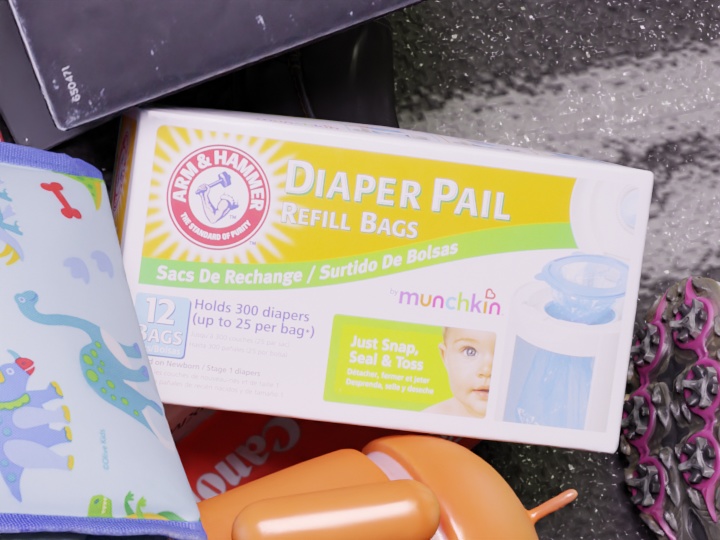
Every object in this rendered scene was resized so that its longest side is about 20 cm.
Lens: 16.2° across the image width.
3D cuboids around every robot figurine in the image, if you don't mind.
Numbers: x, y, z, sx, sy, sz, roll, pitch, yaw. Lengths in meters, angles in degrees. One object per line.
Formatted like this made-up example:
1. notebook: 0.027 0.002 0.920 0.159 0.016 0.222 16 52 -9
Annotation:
1. robot figurine: -0.014 0.129 0.936 0.199 0.144 0.117 -19 25 -20

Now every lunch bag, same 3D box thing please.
1. lunch bag: -0.170 0.041 0.836 0.199 0.128 0.171 7 46 -32

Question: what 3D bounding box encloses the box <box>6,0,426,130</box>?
1. box: -0.046 -0.150 0.979 0.199 0.198 0.124 -20 102 -4

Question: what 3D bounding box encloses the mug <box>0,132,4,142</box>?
1. mug: -0.214 -0.110 0.943 0.133 0.178 0.201 -18 72 -15

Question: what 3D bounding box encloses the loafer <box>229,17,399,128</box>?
1. loafer: -0.017 -0.086 1.091 0.073 0.072 0.200 15 36 -48

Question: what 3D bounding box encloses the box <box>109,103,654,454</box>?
1. box: 0.000 0.000 0.980 0.199 0.101 0.113 6 94 -10

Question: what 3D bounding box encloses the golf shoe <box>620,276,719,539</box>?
1. golf shoe: 0.167 0.101 1.072 0.092 0.073 0.201 5 67 -34

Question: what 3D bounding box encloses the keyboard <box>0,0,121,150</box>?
1. keyboard: -0.162 -0.147 1.076 0.056 0.011 0.201 -24 106 4

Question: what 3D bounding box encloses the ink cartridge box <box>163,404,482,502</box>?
1. ink cartridge box: -0.067 0.054 1.043 0.174 0.044 0.200 44 58 13
